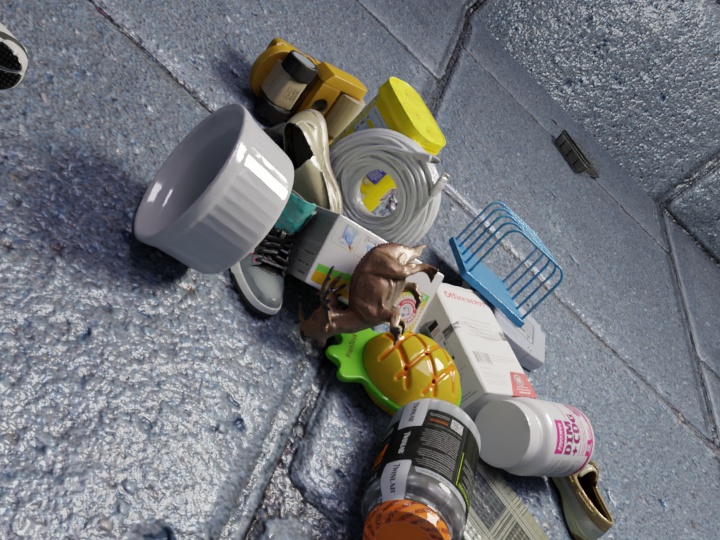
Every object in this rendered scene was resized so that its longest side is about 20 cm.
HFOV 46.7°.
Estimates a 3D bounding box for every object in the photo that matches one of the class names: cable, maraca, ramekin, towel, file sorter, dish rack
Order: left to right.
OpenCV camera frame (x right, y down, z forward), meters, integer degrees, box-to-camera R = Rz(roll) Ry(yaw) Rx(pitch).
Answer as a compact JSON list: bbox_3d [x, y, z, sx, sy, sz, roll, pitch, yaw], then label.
[{"bbox_3d":[-0.172,-0.092,1.005,0.098,0.200,0.201,39,29,-30],"label":"ramekin"},{"bbox_3d":[0.026,-0.122,1.303,0.199,0.201,0.069,30,21,12],"label":"cable"},{"bbox_3d":[0.047,0.133,1.122,0.199,0.107,0.137,25,36,-8],"label":"maraca"},{"bbox_3d":[0.185,0.361,1.115,0.200,0.035,0.192,52,26,11],"label":"towel"},{"bbox_3d":[0.252,-0.021,1.445,0.139,0.123,0.200,40,14,-13],"label":"file sorter"},{"bbox_3d":[0.710,-0.367,2.678,0.200,0.055,0.154,3,53,-53],"label":"dish rack"}]

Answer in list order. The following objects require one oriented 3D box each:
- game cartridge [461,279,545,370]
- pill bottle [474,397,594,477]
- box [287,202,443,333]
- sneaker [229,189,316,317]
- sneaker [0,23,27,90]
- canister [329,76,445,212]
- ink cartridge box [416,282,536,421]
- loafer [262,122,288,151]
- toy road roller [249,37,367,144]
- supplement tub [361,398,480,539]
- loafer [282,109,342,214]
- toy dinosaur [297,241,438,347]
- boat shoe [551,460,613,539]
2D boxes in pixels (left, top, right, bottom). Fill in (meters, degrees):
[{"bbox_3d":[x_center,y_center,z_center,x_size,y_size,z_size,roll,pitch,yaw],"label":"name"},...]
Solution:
[{"bbox_3d":[0.261,0.089,1.534,0.200,0.042,0.133,42,33,-11],"label":"game cartridge"},{"bbox_3d":[0.258,0.248,1.241,0.200,0.113,0.114,17,41,-49],"label":"pill bottle"},{"bbox_3d":[0.000,0.000,1.175,0.200,0.102,0.112,29,-2,-31],"label":"box"},{"bbox_3d":[-0.109,-0.046,1.104,0.083,0.121,0.201,22,39,-37],"label":"sneaker"},{"bbox_3d":[-0.478,-0.288,0.967,0.200,0.074,0.080,41,15,-22],"label":"sneaker"},{"bbox_3d":[0.028,-0.200,1.395,0.086,0.200,0.149,9,47,-49],"label":"canister"},{"bbox_3d":[0.167,0.130,1.306,0.146,0.083,0.201,14,43,-46],"label":"ink cartridge box"},{"bbox_3d":[-0.141,-0.189,1.307,0.072,0.073,0.200,25,26,18],"label":"loafer"},{"bbox_3d":[-0.102,-0.323,1.457,0.200,0.123,0.146,17,30,-42],"label":"toy road roller"},{"bbox_3d":[0.072,0.254,0.986,0.123,0.122,0.200,44,29,-8],"label":"supplement tub"},{"bbox_3d":[-0.082,-0.142,1.260,0.068,0.075,0.201,-14,93,-51],"label":"loafer"},{"bbox_3d":[0.014,0.019,1.081,0.135,0.086,0.200,30,70,6],"label":"toy dinosaur"},{"bbox_3d":[0.347,0.331,1.324,0.074,0.066,0.201,24,37,-37],"label":"boat shoe"}]
